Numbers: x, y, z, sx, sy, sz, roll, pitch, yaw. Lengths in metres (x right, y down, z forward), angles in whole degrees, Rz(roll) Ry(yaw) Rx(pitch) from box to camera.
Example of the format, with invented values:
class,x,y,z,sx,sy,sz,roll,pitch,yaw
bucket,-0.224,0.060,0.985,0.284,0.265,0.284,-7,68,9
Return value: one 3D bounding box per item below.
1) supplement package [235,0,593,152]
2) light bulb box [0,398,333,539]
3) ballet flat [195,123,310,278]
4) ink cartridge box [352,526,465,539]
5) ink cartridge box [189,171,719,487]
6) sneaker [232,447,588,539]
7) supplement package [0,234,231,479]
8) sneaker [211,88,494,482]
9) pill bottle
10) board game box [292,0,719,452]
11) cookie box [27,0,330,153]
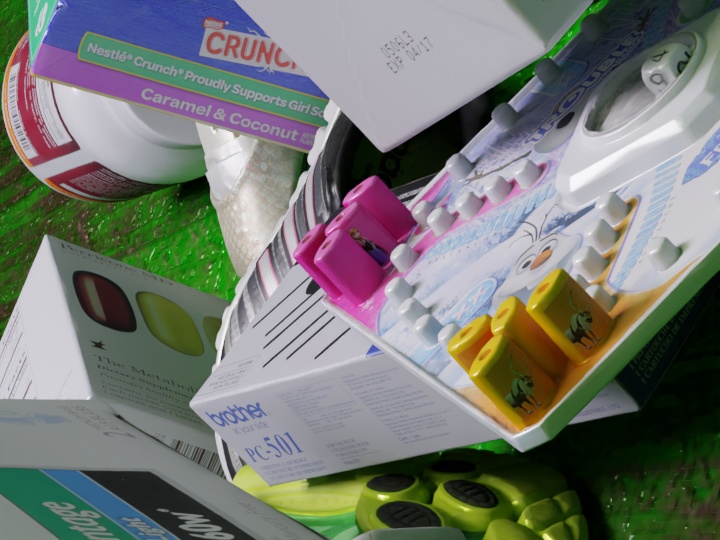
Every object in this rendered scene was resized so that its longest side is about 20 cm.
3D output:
class,x,y,z,sx,sy,sz,roll,pitch,yaw
supplement package,0.047,-0.156,0.765,0.200,0.120,0.121,-49,9,-24
light bulb box,-0.094,0.154,0.710,0.198,0.124,0.202,23,107,56
ballet flat,-0.049,-0.089,1.212,0.067,0.062,0.201,144,140,-62
ink cartridge box,-0.004,0.204,0.720,0.200,0.043,0.197,-50,50,46
ink cartridge box,0.033,0.008,0.791,0.200,0.044,0.094,-18,31,55
sneaker,0.019,0.103,0.842,0.200,0.074,0.084,-178,79,-68
supplement package,-0.098,0.080,1.112,0.110,0.113,0.200,-65,20,13
sneaker,0.000,0.000,0.957,0.087,0.073,0.201,172,119,-77
pill bottle,-0.112,-0.097,1.330,0.200,0.112,0.114,173,114,-70
board game box,0.077,-0.051,0.709,0.200,0.026,0.200,-46,18,-4
cookie box,-0.051,-0.132,1.085,0.200,0.170,0.076,-104,33,-59
